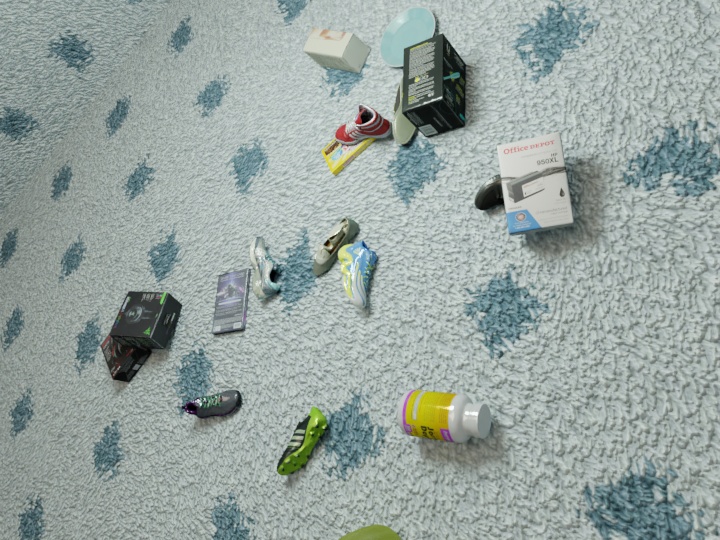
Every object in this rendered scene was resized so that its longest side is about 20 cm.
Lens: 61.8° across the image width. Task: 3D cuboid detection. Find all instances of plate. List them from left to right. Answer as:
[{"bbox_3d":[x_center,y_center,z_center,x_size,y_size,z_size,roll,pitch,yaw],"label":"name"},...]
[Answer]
[{"bbox_3d":[0.145,-0.705,1.828,0.197,0.025,0.204,-14,65,32],"label":"plate"}]

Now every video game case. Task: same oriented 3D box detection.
[{"bbox_3d":[-0.421,0.102,1.960,0.141,0.019,0.204,-11,66,34],"label":"video game case"}]

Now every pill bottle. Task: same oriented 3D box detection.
[{"bbox_3d":[0.189,0.329,1.354,0.197,0.104,0.107,-3,71,37],"label":"pill bottle"}]

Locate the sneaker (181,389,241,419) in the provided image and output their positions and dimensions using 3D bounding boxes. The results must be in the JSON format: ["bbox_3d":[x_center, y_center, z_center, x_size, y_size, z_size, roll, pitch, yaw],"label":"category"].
[{"bbox_3d":[-0.453,0.408,1.823,0.198,0.087,0.076,-25,60,28],"label":"sneaker"}]

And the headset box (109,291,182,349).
[{"bbox_3d":[-0.734,0.171,2.078,0.196,0.093,0.177,1,59,23],"label":"headset box"}]

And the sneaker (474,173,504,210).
[{"bbox_3d":[0.363,-0.194,1.438,0.198,0.073,0.083,-32,58,25],"label":"sneaker"}]

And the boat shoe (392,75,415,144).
[{"bbox_3d":[0.129,-0.457,1.726,0.070,0.061,0.206,10,86,-6],"label":"boat shoe"}]

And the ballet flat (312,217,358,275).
[{"bbox_3d":[-0.088,-0.074,1.742,0.201,0.063,0.068,-49,51,13],"label":"ballet flat"}]

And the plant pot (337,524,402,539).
[{"bbox_3d":[-0.015,0.664,1.321,0.184,0.199,0.191,-14,65,32],"label":"plant pot"}]

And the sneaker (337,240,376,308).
[{"bbox_3d":[0.000,0.000,1.640,0.104,0.075,0.203,-32,56,23],"label":"sneaker"}]

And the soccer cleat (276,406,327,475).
[{"bbox_3d":[-0.159,0.457,1.605,0.201,0.067,0.081,-54,33,7],"label":"soccer cleat"}]

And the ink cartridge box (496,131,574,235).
[{"bbox_3d":[0.392,-0.191,1.352,0.142,0.084,0.205,-9,86,19],"label":"ink cartridge box"}]

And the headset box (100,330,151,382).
[{"bbox_3d":[-0.859,0.279,2.189,0.149,0.075,0.200,-49,51,11],"label":"headset box"}]

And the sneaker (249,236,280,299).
[{"bbox_3d":[-0.290,-0.015,1.880,0.085,0.077,0.204,-16,70,18],"label":"sneaker"}]

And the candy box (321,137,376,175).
[{"bbox_3d":[-0.029,-0.393,1.842,0.199,0.026,0.103,-39,58,20],"label":"candy box"}]

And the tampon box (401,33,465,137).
[{"bbox_3d":[0.200,-0.496,1.626,0.124,0.149,0.204,-9,67,33],"label":"tampon box"}]

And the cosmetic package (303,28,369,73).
[{"bbox_3d":[-0.079,-0.716,1.953,0.198,0.103,0.089,27,91,39],"label":"cosmetic package"}]

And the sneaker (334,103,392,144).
[{"bbox_3d":[-0.013,-0.425,1.752,0.197,0.112,0.073,-2,76,33],"label":"sneaker"}]
